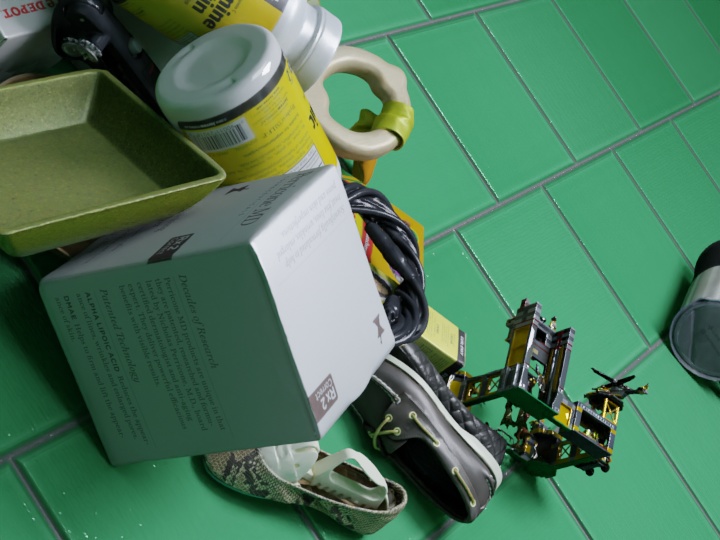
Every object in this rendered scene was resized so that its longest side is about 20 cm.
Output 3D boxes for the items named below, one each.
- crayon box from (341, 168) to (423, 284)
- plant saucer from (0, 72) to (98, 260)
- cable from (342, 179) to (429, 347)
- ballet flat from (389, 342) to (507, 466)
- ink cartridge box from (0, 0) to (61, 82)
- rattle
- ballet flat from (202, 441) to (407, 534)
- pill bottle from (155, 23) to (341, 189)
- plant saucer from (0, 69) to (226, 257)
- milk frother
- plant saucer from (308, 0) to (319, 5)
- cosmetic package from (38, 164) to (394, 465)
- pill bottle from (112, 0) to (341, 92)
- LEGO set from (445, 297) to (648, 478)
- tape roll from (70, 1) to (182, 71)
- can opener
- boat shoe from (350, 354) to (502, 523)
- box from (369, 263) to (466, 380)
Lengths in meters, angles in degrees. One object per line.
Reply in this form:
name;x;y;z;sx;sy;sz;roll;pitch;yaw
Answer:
crayon box;0.000;-0.023;1.601;0.199;0.051;0.128;34;38;-28
plant saucer;-0.247;-0.077;1.357;0.200;0.035;0.201;32;38;-29
cable;0.000;0.000;1.460;0.163;0.051;0.201;36;33;-33
ballet flat;0.071;0.124;1.531;0.200;0.066;0.057;53;52;-21
ink cartridge box;-0.338;-0.271;1.376;0.201;0.084;0.145;56;33;2
rattle;-0.056;-0.161;1.619;0.199;0.143;0.131;1;83;-23
ballet flat;-0.038;0.170;1.355;0.199;0.075;0.068;27;42;-34
pill bottle;-0.082;-0.097;1.330;0.112;0.111;0.201;-83;153;-47
plant saucer;-0.238;-0.079;1.229;0.199;0.048;0.200;-17;42;-35
milk frother;0.527;0.053;2.050;0.181;0.199;0.188;52;33;-9
plant saucer;-0.132;-0.327;1.701;0.200;0.048;0.200;55;33;1
cosmetic package;-0.107;0.035;1.240;0.165;0.199;0.166;-49;123;-57
pill bottle;-0.117;-0.235;1.359;0.199;0.112;0.113;31;39;-26
LEGO set;0.179;0.115;1.604;0.199;0.154;0.116;30;57;-20
tape roll;-0.194;-0.275;1.509;0.202;0.139;0.204;32;38;-29
can opener;-0.204;-0.179;1.382;0.200;0.063;0.079;54;50;-46
boat shoe;0.046;0.152;1.479;0.201;0.072;0.061;43;45;-3
box;0.008;0.043;1.530;0.199;0.075;0.050;35;37;-24
